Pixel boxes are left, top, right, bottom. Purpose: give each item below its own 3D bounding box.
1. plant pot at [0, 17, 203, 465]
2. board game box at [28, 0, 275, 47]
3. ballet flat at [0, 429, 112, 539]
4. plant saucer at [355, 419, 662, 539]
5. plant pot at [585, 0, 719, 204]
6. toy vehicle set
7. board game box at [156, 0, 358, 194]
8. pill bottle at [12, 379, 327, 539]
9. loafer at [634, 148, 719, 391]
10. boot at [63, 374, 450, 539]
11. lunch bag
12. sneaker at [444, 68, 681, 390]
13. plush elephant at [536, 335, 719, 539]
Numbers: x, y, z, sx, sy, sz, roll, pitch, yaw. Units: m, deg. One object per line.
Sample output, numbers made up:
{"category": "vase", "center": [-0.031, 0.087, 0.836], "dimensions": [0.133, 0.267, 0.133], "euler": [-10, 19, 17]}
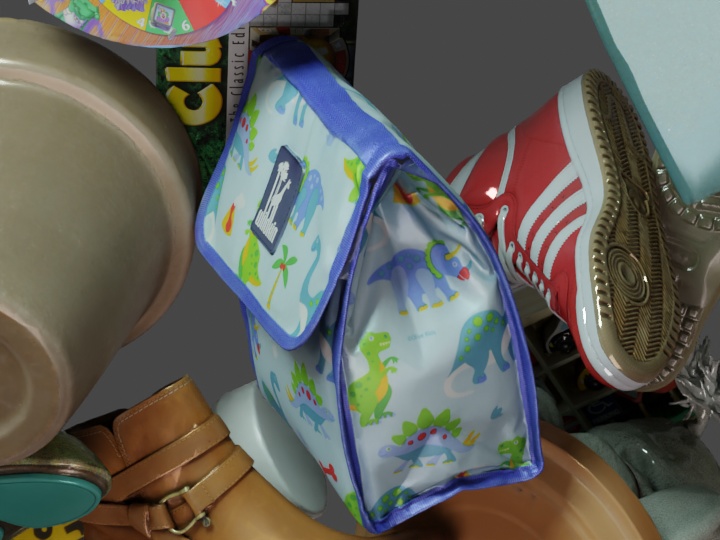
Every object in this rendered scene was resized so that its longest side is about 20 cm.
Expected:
{"category": "plant pot", "center": [-0.187, 0.000, 1.286], "dimensions": [0.199, 0.175, 0.201], "euler": [3, 125, 4]}
{"category": "board game box", "center": [-0.112, -0.192, 1.186], "dimensions": [0.157, 0.039, 0.201], "euler": [1, 114, 22]}
{"category": "ballet flat", "center": [-0.189, 0.108, 1.354], "dimensions": [0.070, 0.071, 0.200], "euler": [26, 147, -22]}
{"category": "plant saucer", "center": [0.076, 0.172, 1.348], "dimensions": [0.199, 0.032, 0.202], "euler": [15, 116, 34]}
{"category": "plant pot", "center": [0.163, -0.170, 1.226], "dimensions": [0.141, 0.142, 0.200], "euler": [-28, 118, 16]}
{"category": "toy vehicle set", "center": [0.087, 0.076, 1.473], "dimensions": [0.199, 0.027, 0.124], "euler": [-27, 125, 15]}
{"category": "board game box", "center": [-0.054, -0.114, 1.319], "dimensions": [0.104, 0.024, 0.201], "euler": [1, 127, -3]}
{"category": "pill bottle", "center": [-0.123, 0.141, 1.451], "dimensions": [0.199, 0.113, 0.113], "euler": [-26, 125, 16]}
{"category": "loafer", "center": [0.180, -0.033, 1.367], "dimensions": [0.076, 0.067, 0.201], "euler": [31, 103, 4]}
{"category": "boot", "center": [-0.057, 0.124, 1.344], "dimensions": [0.199, 0.077, 0.156], "euler": [-20, 92, 25]}
{"category": "lunch bag", "center": [0.000, 0.000, 1.273], "dimensions": [0.127, 0.170, 0.201], "euler": [-18, 119, -16]}
{"category": "sneaker", "center": [0.095, -0.002, 1.309], "dimensions": [0.112, 0.201, 0.071], "euler": [-31, 129, 27]}
{"category": "plush elephant", "center": [0.130, 0.140, 1.401], "dimensions": [0.154, 0.164, 0.201], "euler": [-8, 118, -45]}
